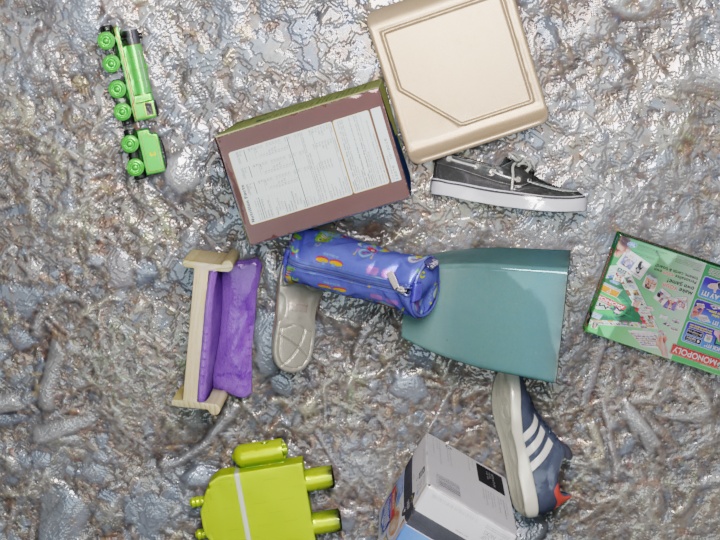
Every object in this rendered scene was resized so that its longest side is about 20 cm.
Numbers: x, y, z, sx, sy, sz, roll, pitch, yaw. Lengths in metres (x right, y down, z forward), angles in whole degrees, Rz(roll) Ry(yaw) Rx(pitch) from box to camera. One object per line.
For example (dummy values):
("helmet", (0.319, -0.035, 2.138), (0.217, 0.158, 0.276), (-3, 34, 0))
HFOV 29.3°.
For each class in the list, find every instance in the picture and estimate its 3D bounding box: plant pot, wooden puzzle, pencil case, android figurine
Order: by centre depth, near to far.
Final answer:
("pencil case", (0.000, 0.000, 1.667), (0.198, 0.087, 0.079), (15, 101, 21))
("wooden puzzle", (0.121, -0.253, 1.720), (0.183, 0.037, 0.202), (-17, 93, 5))
("plant pot", (0.156, 0.045, 1.727), (0.198, 0.141, 0.143), (6, 101, 8))
("android figurine", (-0.128, 0.317, 1.835), (0.198, 0.041, 0.184), (-11, 101, 3))

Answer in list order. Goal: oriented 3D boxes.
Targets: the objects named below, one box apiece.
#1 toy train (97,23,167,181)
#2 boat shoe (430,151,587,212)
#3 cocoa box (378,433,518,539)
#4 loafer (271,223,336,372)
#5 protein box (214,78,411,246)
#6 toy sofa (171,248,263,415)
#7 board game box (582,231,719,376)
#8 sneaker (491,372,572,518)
("toy train", (-0.286, -0.214, 1.738), (0.056, 0.042, 0.202), (-12, 101, -6))
("boat shoe", (0.188, -0.114, 1.728), (0.197, 0.074, 0.069), (10, 96, 16))
("cocoa box", (0.107, 0.321, 1.748), (0.133, 0.200, 0.132), (30, 101, -5))
("loafer", (-0.081, 0.030, 1.766), (0.071, 0.063, 0.202), (15, 83, -19))
("protein box", (-0.051, -0.134, 1.664), (0.198, 0.199, 0.136), (-16, 100, 5))
("toy sofa", (-0.183, 0.077, 1.769), (0.097, 0.083, 0.202), (7, 101, 2))
("board game box", (0.402, 0.045, 1.772), (0.198, 0.029, 0.136), (18, 102, -2))
("sneaker", (0.229, 0.216, 1.796), (0.084, 0.075, 0.202), (-12, 98, -14))
